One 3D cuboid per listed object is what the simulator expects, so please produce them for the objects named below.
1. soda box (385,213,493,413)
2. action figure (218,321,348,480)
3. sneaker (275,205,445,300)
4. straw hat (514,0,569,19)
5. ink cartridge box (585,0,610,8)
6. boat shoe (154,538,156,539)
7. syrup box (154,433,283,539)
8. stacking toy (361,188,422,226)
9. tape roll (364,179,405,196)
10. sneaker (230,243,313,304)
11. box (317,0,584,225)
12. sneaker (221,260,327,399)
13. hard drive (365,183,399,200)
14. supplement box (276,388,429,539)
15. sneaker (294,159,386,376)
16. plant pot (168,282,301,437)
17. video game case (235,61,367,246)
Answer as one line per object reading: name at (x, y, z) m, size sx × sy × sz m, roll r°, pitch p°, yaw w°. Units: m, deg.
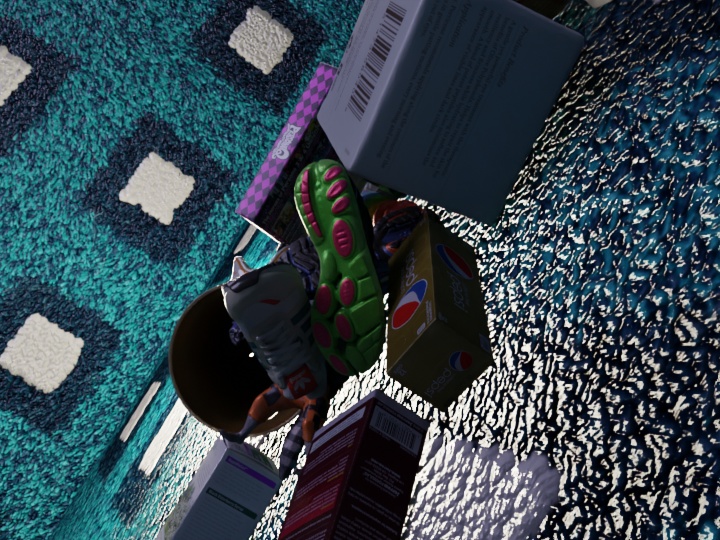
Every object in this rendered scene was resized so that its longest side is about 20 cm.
soda box at (0.067, 0.030, 0.727) m, size 0.068 × 0.064 × 0.201 m, roll -50°, pitch 15°, yaw 24°
action figure at (-0.074, 0.122, 0.911) m, size 0.198 × 0.105 × 0.194 m, roll 10°, pitch 56°, yaw 41°
sneaker at (0.000, 0.000, 0.858) m, size 0.079 × 0.197 × 0.076 m, roll 91°, pitch 158°, yaw -46°
straw hat at (0.177, -0.364, 0.956) m, size 0.199 × 0.085 × 0.202 m, roll -28°, pitch -28°, yaw -16°
ink cartridge box at (0.303, -0.392, 0.856) m, size 0.202 × 0.067 × 0.116 m, roll -59°, pitch 15°, yaw -5°
boat shoe at (-0.206, 0.324, 1.001) m, size 0.200 × 0.072 × 0.072 m, roll -49°, pitch 8°, yaw -12°
syrup box at (-0.174, 0.293, 0.916) m, size 0.201 × 0.081 × 0.079 m, roll -58°, pitch 15°, yaw -6°
stacking toy at (0.031, -0.064, 1.051) m, size 0.086 × 0.085 × 0.200 m, roll -58°, pitch 21°, yaw -7°
tape roll at (0.069, -0.195, 1.030) m, size 0.201 × 0.048 × 0.202 m, roll -49°, pitch -23°, yaw -30°
sneaker at (-0.053, 0.004, 0.931) m, size 0.078 × 0.197 × 0.081 m, roll 168°, pitch 93°, yaw -87°
box at (0.079, -0.191, 0.823) m, size 0.201 × 0.169 × 0.200 m, roll -65°, pitch 21°, yaw 19°
sneaker at (-0.066, 0.065, 0.754) m, size 0.070 × 0.094 × 0.200 m, roll -24°, pitch -23°, yaw -1°
hard drive at (0.050, -0.151, 1.222) m, size 0.200 × 0.042 × 0.135 m, roll -50°, pitch 16°, yaw 21°
supplement box at (-0.018, 0.204, 0.631) m, size 0.109 × 0.061 × 0.201 m, roll -43°, pitch 19°, yaw 45°
sneaker at (-0.009, -0.003, 0.761) m, size 0.076 × 0.203 × 0.084 m, roll -7°, pitch -3°, yaw 21°
plant pot at (-0.137, 0.105, 1.068) m, size 0.187 × 0.185 × 0.200 m, roll -55°, pitch -1°, yaw 2°
video game case at (-0.050, -0.119, 0.986) m, size 0.202 × 0.036 × 0.181 m, roll -61°, pitch -27°, yaw -4°
